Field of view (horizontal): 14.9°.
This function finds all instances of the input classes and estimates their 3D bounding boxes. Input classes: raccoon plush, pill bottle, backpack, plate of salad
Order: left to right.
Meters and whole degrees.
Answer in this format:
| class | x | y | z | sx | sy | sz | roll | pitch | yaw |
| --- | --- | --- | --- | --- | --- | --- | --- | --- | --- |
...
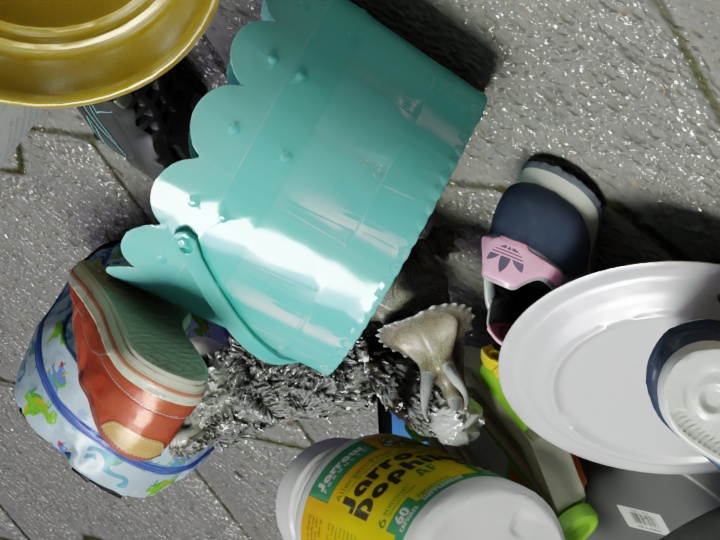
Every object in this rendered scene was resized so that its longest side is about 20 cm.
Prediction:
| class | x | y | z | sx | sy | sz | roll | pitch | yaw |
| --- | --- | --- | --- | --- | --- | --- | --- | --- | --- |
| backpack | -0.148 | 0.066 | 1.823 | 0.163 | 0.200 | 0.154 | 45 | 125 | -2 |
| raccoon plush | -0.036 | 0.088 | 1.669 | 0.097 | 0.134 | 0.200 | 11 | -157 | -47 |
| pill bottle | 0.029 | 0.161 | 1.671 | 0.113 | 0.113 | 0.200 | 48 | 166 | -25 |
| plate of salad | 0.177 | 0.050 | 1.542 | 0.200 | 0.048 | 0.200 | 3 | 143 | 2 |

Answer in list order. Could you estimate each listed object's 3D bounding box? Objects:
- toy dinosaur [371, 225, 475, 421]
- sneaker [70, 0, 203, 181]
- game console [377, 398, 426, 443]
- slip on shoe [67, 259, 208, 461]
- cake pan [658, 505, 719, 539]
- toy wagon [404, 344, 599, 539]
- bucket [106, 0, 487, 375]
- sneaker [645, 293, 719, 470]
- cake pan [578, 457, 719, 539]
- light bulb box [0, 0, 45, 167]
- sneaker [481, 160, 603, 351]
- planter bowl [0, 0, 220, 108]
| class | x | y | z | sx | sy | sz | roll | pitch | yaw |
| --- | --- | --- | --- | --- | --- | --- | --- | --- | --- |
| toy dinosaur | 0.000 | 0.000 | 1.617 | 0.200 | 0.077 | 0.102 | 34 | -164 | 8 |
| sneaker | -0.150 | -0.122 | 1.641 | 0.079 | 0.075 | 0.200 | 23 | 152 | 28 |
| game console | 0.065 | 0.188 | 1.878 | 0.118 | 0.171 | 0.200 | 2 | 149 | 5 |
| slip on shoe | -0.128 | 0.044 | 1.490 | 0.074 | 0.061 | 0.200 | 23 | -167 | -20 |
| cake pan | 0.237 | 0.151 | 1.538 | 0.200 | 0.200 | 0.037 | -18 | 95 | 59 |
| toy wagon | 0.090 | 0.109 | 1.682 | 0.155 | 0.040 | 0.200 | 51 | 155 | 27 |
| bucket | -0.033 | -0.050 | 1.488 | 0.135 | 0.207 | 0.207 | 30 | 155 | -3 |
| sneaker | 0.236 | 0.095 | 1.438 | 0.200 | 0.081 | 0.146 | 36 | -172 | 2 |
| cake pan | 0.188 | 0.143 | 1.719 | 0.200 | 0.037 | 0.200 | 28 | 153 | 15 |
| light bulb box | -0.265 | -0.123 | 1.630 | 0.125 | 0.200 | 0.198 | 31 | 154 | 6 |
| sneaker | 0.100 | 0.024 | 1.584 | 0.070 | 0.082 | 0.200 | 21 | 152 | 26 |
| planter bowl | -0.172 | -0.192 | 1.494 | 0.200 | 0.084 | 0.201 | -1 | 130 | -2 |
